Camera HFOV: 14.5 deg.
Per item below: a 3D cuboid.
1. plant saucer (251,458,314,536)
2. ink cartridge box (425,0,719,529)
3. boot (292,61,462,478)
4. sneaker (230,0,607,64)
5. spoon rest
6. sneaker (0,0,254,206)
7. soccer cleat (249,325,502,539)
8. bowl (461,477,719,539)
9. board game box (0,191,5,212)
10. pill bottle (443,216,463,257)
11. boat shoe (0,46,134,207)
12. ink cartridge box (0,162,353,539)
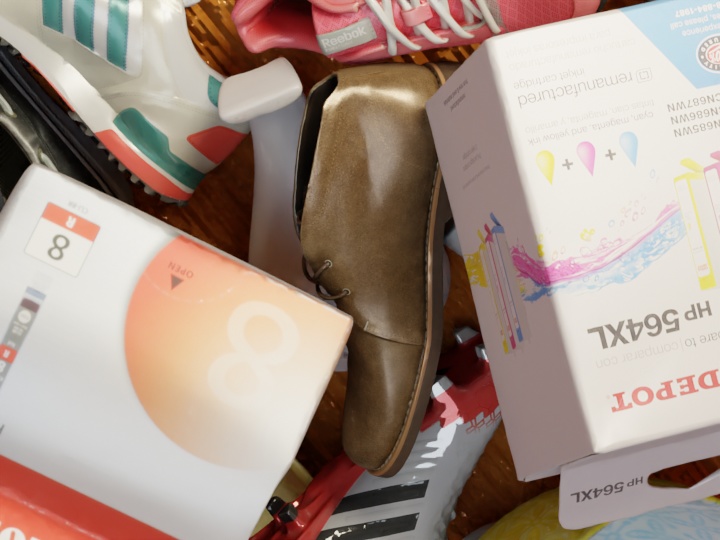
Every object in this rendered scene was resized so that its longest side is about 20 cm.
[{"bbox_3d":[-0.087,0.158,1.461,0.200,0.048,0.200,-37,102,21],"label":"plant saucer"},{"bbox_3d":[0.122,-0.001,1.191,0.128,0.125,0.201,-13,83,-12],"label":"ink cartridge box"},{"bbox_3d":[0.000,0.000,1.296,0.075,0.074,0.201,-1,110,-20],"label":"boot"},{"bbox_3d":[0.024,-0.119,1.261,0.200,0.087,0.074,3,128,44],"label":"sneaker"},{"bbox_3d":[-0.019,-0.027,1.352,0.099,0.061,0.200,-19,133,4],"label":"spoon rest"},{"bbox_3d":[-0.125,-0.128,1.345,0.093,0.070,0.200,-43,99,5],"label":"sneaker"},{"bbox_3d":[0.022,0.109,1.385,0.200,0.069,0.085,-44,110,-9],"label":"soccer cleat"},{"bbox_3d":[0.094,0.181,1.393,0.108,0.200,0.201,29,124,44],"label":"bowl"},{"bbox_3d":[-0.211,0.002,1.315,0.135,0.035,0.201,-27,78,46],"label":"board game box"},{"bbox_3d":[0.145,0.002,1.318,0.200,0.113,0.113,34,114,-6],"label":"pill bottle"},{"bbox_3d":[-0.193,-0.074,1.368,0.200,0.071,0.072,38,114,-5],"label":"boat shoe"},{"bbox_3d":[-0.115,0.075,1.225,0.162,0.050,0.201,26,70,-5],"label":"ink cartridge box"}]
